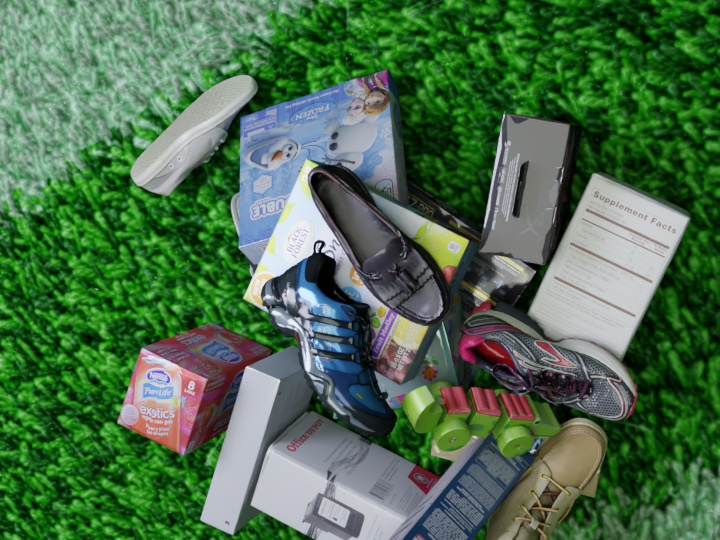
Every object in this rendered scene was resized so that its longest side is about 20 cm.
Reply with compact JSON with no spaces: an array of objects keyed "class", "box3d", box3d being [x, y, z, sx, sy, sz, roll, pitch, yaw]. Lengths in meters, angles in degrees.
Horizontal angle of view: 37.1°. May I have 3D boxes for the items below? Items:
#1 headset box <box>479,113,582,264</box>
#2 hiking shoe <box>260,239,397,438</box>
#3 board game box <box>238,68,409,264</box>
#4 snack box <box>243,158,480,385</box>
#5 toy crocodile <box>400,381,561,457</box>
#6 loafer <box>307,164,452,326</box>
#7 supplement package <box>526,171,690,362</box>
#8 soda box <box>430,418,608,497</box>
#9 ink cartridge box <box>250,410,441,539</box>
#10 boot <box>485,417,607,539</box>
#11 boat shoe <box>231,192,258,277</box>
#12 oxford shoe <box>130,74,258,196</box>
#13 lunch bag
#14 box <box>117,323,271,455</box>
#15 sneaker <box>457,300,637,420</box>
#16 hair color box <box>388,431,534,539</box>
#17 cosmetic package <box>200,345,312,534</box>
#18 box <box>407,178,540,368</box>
[{"class":"headset box","box3d":[0.188,-0.092,1.173,0.075,0.200,0.150,11,100,14]},{"class":"hiking shoe","box3d":[-0.018,0.073,1.076,0.087,0.074,0.200,-38,82,18]},{"class":"board game box","box3d":[-0.046,-0.123,1.259,0.199,0.043,0.200,-16,55,17]},{"class":"snack box","box3d":[0.000,0.000,1.142,0.199,0.068,0.169,27,98,16]},{"class":"toy crocodile","box3d":[0.130,0.151,1.138,0.199,0.068,0.062,9,131,-26]},{"class":"loafer","box3d":[0.012,-0.024,1.070,0.072,0.063,0.200,-41,78,11]},{"class":"supplement package","box3d":[0.274,0.003,1.202,0.117,0.117,0.201,26,102,13]},{"class":"soda box","box3d":[0.188,0.205,1.276,0.199,0.064,0.068,13,100,13]},{"class":"ink cartridge box","box3d":[-0.012,0.267,1.296,0.199,0.145,0.084,25,107,12]},{"class":"boot","box3d":[0.193,0.264,1.168,0.073,0.155,0.200,38,116,2]},{"class":"boat shoe","box3d":[-0.107,-0.006,1.334,0.201,0.075,0.060,60,146,17]},{"class":"oxford shoe","box3d":[-0.201,-0.168,1.351,0.200,0.075,0.058,-42,124,8]},{"class":"lunch bag","box3d":[0.029,0.051,1.227,0.169,0.122,0.201,-12,101,20]},{"class":"box","box3d":[-0.196,0.139,1.305,0.095,0.200,0.100,22,101,14]},{"class":"sneaker","box3d":[0.195,0.109,1.142,0.199,0.075,0.081,24,124,13]},{"class":"hair color box","box3d":[0.097,0.264,1.164,0.061,0.200,0.100,43,145,7]},{"class":"cosmetic package","box3d":[-0.119,0.203,1.317,0.051,0.151,0.201,20,100,12]},{"class":"box","box3d":[0.089,0.009,1.291,0.199,0.049,0.162,34,106,10]}]
